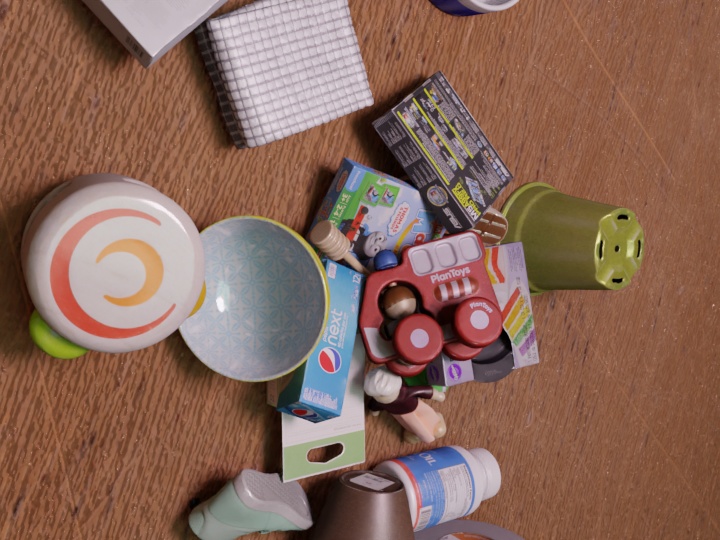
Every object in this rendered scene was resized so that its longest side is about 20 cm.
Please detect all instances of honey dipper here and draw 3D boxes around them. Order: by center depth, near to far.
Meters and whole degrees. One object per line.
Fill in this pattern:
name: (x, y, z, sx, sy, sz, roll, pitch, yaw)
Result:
honey dipper: (0.000, 0.000, 1.080, 0.200, 0.038, 0.038, 45, 70, -43)

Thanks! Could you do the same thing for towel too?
towel: (-0.096, -0.262, 0.990, 0.200, 0.085, 0.166, -28, 110, -29)

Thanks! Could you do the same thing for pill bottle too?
pill bottle: (0.120, 0.336, 1.215, 0.199, 0.112, 0.113, -3, 98, -37)

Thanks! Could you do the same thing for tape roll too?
tape roll: (0.169, 0.462, 1.213, 0.200, 0.200, 0.067, -3, 99, -36)

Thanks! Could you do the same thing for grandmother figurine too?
grandmother figurine: (0.065, 0.196, 1.141, 0.121, 0.061, 0.200, -25, 141, 15)

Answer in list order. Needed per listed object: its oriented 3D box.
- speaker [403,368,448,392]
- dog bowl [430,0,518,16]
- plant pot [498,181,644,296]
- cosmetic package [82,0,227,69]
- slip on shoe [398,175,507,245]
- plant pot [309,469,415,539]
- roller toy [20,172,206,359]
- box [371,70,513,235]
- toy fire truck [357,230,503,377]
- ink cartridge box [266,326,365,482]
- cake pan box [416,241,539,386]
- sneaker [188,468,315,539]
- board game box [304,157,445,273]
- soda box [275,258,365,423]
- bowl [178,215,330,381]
speaker: (0.155, 0.114, 1.226, 0.200, 0.088, 0.089, -37, 117, -27)
dog bowl: (0.169, -0.485, 1.156, 0.199, 0.079, 0.201, -6, 101, -36)
plant pot: (0.355, -0.044, 1.290, 0.200, 0.184, 0.202, -6, 100, -35)
cosmetic package: (-0.249, -0.349, 0.853, 0.200, 0.052, 0.151, 48, 70, -15)
slip on shoe: (0.134, -0.097, 1.200, 0.199, 0.061, 0.076, 15, 109, -19)
plant pot: (0.003, 0.390, 1.086, 0.186, 0.187, 0.201, 5, 94, -37)
roller toy: (-0.271, -0.013, 0.856, 0.199, 0.140, 0.183, -12, 107, -24)
box: (0.124, -0.171, 1.123, 0.200, 0.044, 0.160, 53, 45, -10)
toy fire truck: (0.090, 0.044, 1.050, 0.199, 0.112, 0.169, -14, 74, -10)
ink cartridge box: (-0.061, 0.181, 1.097, 0.145, 0.048, 0.201, -4, 99, -36)
cake pan box: (0.174, 0.066, 1.164, 0.183, 0.052, 0.201, -8, 91, -28)
sneaker: (-0.148, 0.330, 1.054, 0.118, 0.074, 0.200, -34, 144, 10)
board game box: (0.028, -0.059, 1.107, 0.199, 0.037, 0.152, 15, 109, -38)
soda box: (-0.051, 0.093, 1.023, 0.064, 0.068, 0.201, 24, 60, -24)
bowl: (-0.123, 0.029, 0.978, 0.108, 0.199, 0.201, -27, 119, -76)
